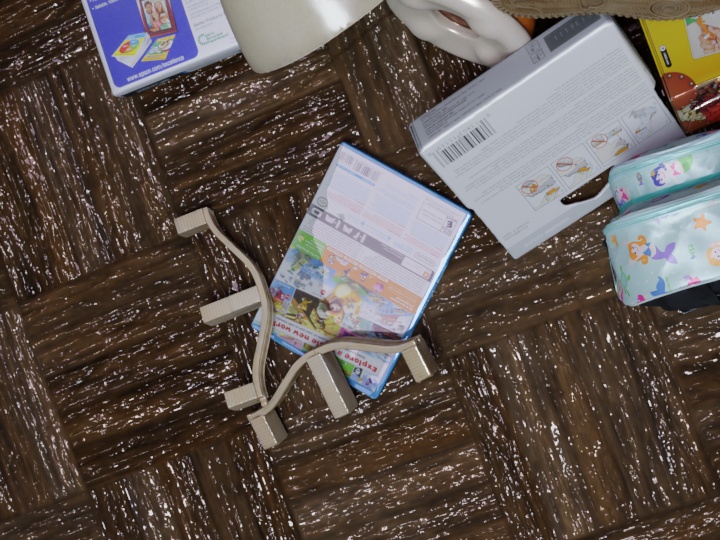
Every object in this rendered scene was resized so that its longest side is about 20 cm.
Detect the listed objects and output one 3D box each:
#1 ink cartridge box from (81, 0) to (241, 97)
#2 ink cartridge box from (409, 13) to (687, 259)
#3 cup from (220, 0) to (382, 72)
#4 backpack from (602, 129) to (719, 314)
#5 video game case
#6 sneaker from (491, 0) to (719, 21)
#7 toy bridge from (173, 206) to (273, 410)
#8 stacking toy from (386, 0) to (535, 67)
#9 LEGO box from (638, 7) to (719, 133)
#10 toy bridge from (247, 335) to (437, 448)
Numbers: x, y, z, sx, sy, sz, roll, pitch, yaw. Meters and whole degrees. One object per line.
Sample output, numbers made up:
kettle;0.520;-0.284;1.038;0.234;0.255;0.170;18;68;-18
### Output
ink cartridge box;-0.175;-0.292;1.452;0.196;0.047;0.202;-18;89;16
ink cartridge box;0.171;-0.121;1.353;0.199;0.174;0.044;-33;43;14
cup;-0.055;-0.287;1.301;0.199;0.201;0.144;-33;112;14
backpack;0.288;-0.037;1.280;0.176;0.200;0.152;-17;91;15
video game case;0.000;0.000;1.448;0.142;0.018;0.201;29;101;9
sneaker;0.210;-0.267;1.250;0.198;0.071;0.113;4;69;16
toy bridge;-0.118;0.034;1.453;0.067;0.027;0.202;-21;76;10
stacking toy;0.121;-0.294;1.355;0.145;0.146;0.201;25;81;10
LEGO box;0.304;-0.242;1.286;0.148;0.077;0.202;-21;68;15
toy bridge;-0.027;0.103;1.434;0.199;0.027;0.068;-25;93;25
